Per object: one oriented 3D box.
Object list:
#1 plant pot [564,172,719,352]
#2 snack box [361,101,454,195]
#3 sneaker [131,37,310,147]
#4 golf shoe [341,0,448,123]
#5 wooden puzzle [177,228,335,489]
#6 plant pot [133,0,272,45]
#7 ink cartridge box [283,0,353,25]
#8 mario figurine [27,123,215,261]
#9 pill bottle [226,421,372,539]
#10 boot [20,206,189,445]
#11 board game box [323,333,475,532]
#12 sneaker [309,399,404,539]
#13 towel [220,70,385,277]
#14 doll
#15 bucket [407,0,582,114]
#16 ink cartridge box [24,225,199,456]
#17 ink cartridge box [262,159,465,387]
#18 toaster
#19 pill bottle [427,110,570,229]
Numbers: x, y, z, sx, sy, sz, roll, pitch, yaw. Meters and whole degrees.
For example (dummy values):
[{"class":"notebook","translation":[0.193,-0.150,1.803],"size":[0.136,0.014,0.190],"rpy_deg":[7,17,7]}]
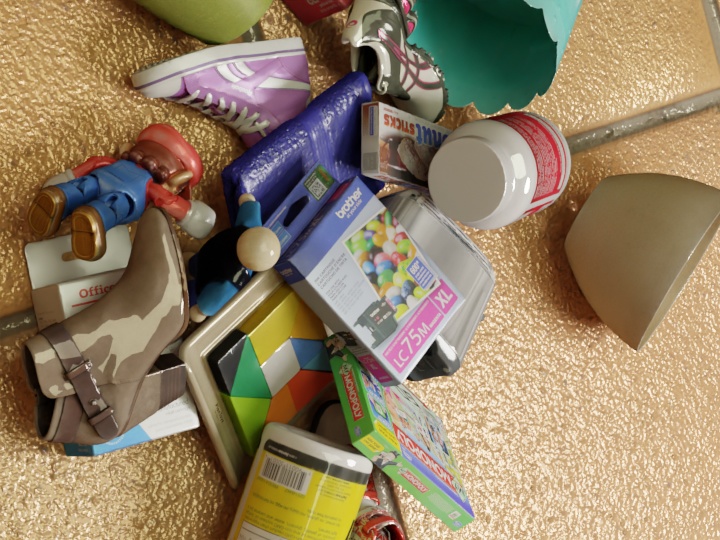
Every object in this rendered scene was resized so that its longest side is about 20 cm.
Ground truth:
[{"class":"plant pot","translation":[0.307,-0.031,1.941],"size":[0.134,0.201,0.201],"rpy_deg":[33,62,13]},{"class":"snack box","translation":[0.056,-0.122,1.808],"size":[0.199,0.024,0.073],"rpy_deg":[11,77,-61]},{"class":"sneaker","translation":[-0.128,-0.163,1.714],"size":[0.199,0.072,0.116],"rpy_deg":[-12,94,-34]},{"class":"golf shoe","translation":[0.028,-0.209,1.794],"size":[0.088,0.077,0.201],"rpy_deg":[-54,142,-23]},{"class":"wooden puzzle","translation":[-0.085,0.087,1.688],"size":[0.200,0.037,0.186],"rpy_deg":[-48,139,-31]},{"class":"plant pot","translation":[-0.172,-0.316,1.649],"size":[0.200,0.186,0.188],"rpy_deg":[50,60,-34]},{"class":"ink cartridge box","translation":[-0.064,-0.377,1.771],"size":[0.200,0.083,0.146],"rpy_deg":[45,64,-22]},{"class":"mario figurine","translation":[-0.217,-0.058,1.623],"size":[0.124,0.106,0.200],"rpy_deg":[58,38,-1]},{"class":"pill bottle","translation":[-0.070,0.257,1.665],"size":[0.113,0.114,0.202],"rpy_deg":[20,89,-30]},{"class":"boot","translation":[-0.227,0.054,1.526],"size":[0.145,0.070,0.203],"rpy_deg":[-12,104,-31]},{"class":"board game box","translation":[0.039,0.160,1.733],"size":[0.200,0.029,0.135],"rpy_deg":[45,19,-44]},{"class":"sneaker","translation":[0.002,0.230,1.735],"size":[0.067,0.107,0.204],"rpy_deg":[4,82,-33]},{"class":"towel","translation":[-0.059,-0.094,1.740],"size":[0.200,0.049,0.149],"rpy_deg":[-41,136,-33]},{"class":"doll","translation":[-0.126,-0.009,1.617],"size":[0.048,0.200,0.138],"rpy_deg":[30,70,-17]},{"class":"bucket","translation":[0.135,-0.282,1.829],"size":[0.207,0.206,0.136],"rpy_deg":[44,53,-22]},{"class":"ink cartridge box","translation":[-0.232,0.061,1.619],"size":[0.115,0.068,0.203],"rpy_deg":[-14,93,-33]},{"class":"ink cartridge box","translation":[0.000,0.000,1.673],"size":[0.200,0.042,0.120],"rpy_deg":[47,62,-13]},{"class":"toaster","translation":[0.045,0.009,1.789],"size":[0.200,0.113,0.130],"rpy_deg":[44,60,-19]},{"class":"pill bottle","translation":[0.142,-0.104,1.815],"size":[0.200,0.111,0.114],"rpy_deg":[-22,98,-66]}]
